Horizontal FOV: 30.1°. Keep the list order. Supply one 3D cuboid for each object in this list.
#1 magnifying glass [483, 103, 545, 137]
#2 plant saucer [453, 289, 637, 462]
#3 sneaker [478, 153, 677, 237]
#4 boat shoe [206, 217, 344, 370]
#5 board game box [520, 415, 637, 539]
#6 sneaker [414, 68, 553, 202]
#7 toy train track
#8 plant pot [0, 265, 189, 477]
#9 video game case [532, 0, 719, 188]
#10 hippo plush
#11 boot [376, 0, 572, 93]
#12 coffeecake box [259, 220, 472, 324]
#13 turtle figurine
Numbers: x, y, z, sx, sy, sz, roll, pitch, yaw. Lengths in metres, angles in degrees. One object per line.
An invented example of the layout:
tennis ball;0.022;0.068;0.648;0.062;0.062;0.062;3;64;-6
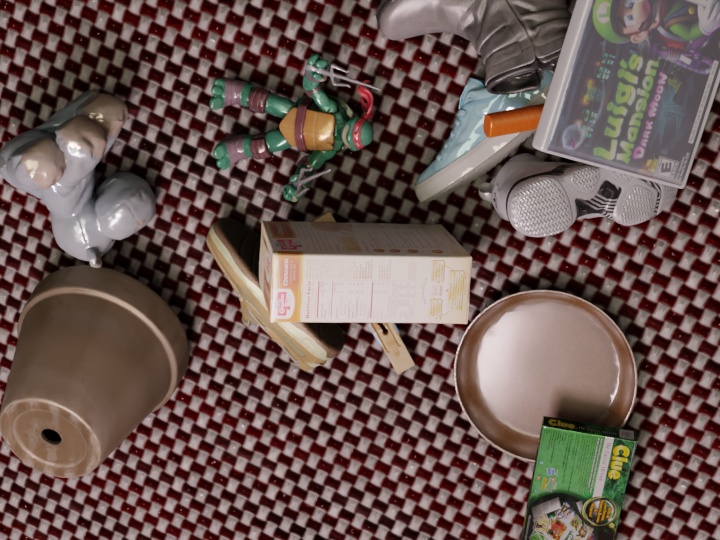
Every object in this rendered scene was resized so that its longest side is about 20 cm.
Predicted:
magnifying glass;0.216;-0.160;1.320;0.198;0.023;0.080;-13;139;-15
plant saucer;0.202;0.113;1.459;0.198;0.032;0.203;4;108;11
sneaker;0.220;-0.088;1.370;0.198;0.115;0.076;-12;109;-20
boat shoe;-0.109;0.034;1.488;0.076;0.072;0.200;-37;97;32
board game box;0.237;0.255;1.479;0.104;0.024;0.202;10;120;7
sneaker;0.124;-0.153;1.379;0.199;0.074;0.082;-38;79;18
toy train track;0.003;0.023;1.475;0.114;0.033;0.201;-29;106;0
plant pot;-0.307;0.125;1.473;0.198;0.174;0.202;8;129;10
video game case;0.270;-0.193;1.281;0.180;0.023;0.202;11;102;-27
hippo plush;-0.309;-0.080;1.444;0.199;0.159;0.162;-29;112;1
boot;0.116;-0.232;1.312;0.198;0.070;0.133;-17;71;18
coffeecake box;0.000;0.000;1.370;0.197;0.154;0.074;1;104;-9
turtle figurine;-0.060;-0.148;1.399;0.198;0.100;0.152;8;95;26
